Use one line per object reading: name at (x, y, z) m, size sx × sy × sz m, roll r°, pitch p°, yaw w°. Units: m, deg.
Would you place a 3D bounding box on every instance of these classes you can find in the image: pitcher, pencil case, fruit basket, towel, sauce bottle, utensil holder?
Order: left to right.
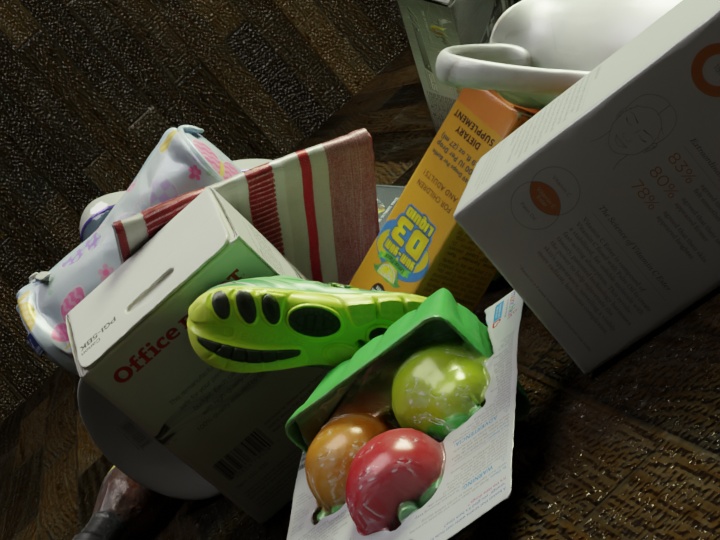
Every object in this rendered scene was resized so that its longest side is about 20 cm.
pencil case at (-0.166, -0.013, 1.234) m, size 0.200 × 0.091 × 0.083 m, roll -45°, pitch -17°, yaw 10°
sauce bottle at (-0.196, 0.192, 1.470) m, size 0.066 × 0.066 × 0.200 m, roll -34°, pitch 10°, yaw 37°
utensil holder at (-0.127, 0.072, 1.426) m, size 0.169 × 0.170 × 0.200 m, roll -34°, pitch 15°, yaw 40°
towel at (-0.075, -0.012, 1.210) m, size 0.198 × 0.145 × 0.023 m, roll -22°, pitch 43°, yaw -16°
fruit basket at (0.026, 0.113, 0.951) m, size 0.185 × 0.094 × 0.201 m, roll -38°, pitch 26°, yaw 25°
pitcher at (0.162, -0.122, 1.043) m, size 0.171 × 0.123 × 0.199 m, roll -19°, pitch 27°, yaw -40°

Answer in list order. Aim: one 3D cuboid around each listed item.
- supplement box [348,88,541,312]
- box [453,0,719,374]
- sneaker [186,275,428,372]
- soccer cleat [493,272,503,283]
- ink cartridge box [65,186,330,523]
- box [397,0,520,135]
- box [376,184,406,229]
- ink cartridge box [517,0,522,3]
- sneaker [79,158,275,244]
supplement box at (0.066, -0.032, 1.171) m, size 0.067 × 0.068 × 0.201 m, roll 44°, pitch 112°, yaw 44°
box at (0.170, -0.058, 0.933) m, size 0.199 × 0.125 × 0.098 m, roll -37°, pitch 10°, yaw 25°
sneaker at (-0.014, 0.035, 1.079) m, size 0.084 × 0.198 × 0.075 m, roll -118°, pitch 41°, yaw -72°
soccer cleat at (0.112, -0.041, 1.216) m, size 0.068 × 0.081 × 0.200 m, roll -47°, pitch 11°, yaw -29°
ink cartridge box at (-0.088, 0.061, 1.172) m, size 0.146 × 0.200 × 0.083 m, roll -40°, pitch 34°, yaw 6°
box at (0.100, -0.188, 1.213) m, size 0.159 × 0.048 × 0.201 m, roll -58°, pitch -29°, yaw -24°
box at (0.000, 0.000, 1.354) m, size 0.156 × 0.051 × 0.200 m, roll 4°, pitch 35°, yaw 28°
ink cartridge box at (0.174, -0.219, 1.229) m, size 0.161 × 0.050 × 0.202 m, roll 6°, pitch -76°, yaw -63°
sneaker at (-0.124, -0.007, 1.340) m, size 0.198 × 0.081 × 0.147 m, roll -11°, pitch 48°, yaw -14°
